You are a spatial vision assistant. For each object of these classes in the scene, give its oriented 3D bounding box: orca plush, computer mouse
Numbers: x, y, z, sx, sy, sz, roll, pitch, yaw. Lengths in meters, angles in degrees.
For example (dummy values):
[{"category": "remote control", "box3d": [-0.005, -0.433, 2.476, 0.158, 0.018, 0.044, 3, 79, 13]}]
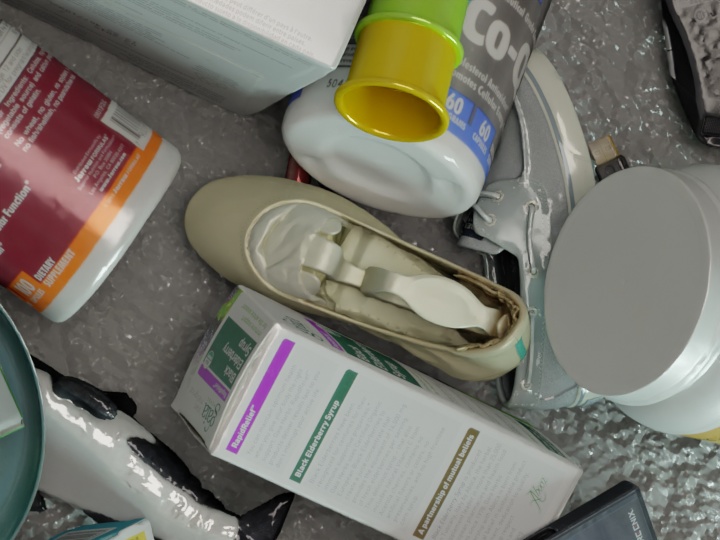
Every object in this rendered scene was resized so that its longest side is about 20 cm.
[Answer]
[{"category": "orca plush", "box3d": [-0.127, 0.085, 1.582, 0.200, 0.105, 0.071, 19, 43, 7]}, {"category": "computer mouse", "box3d": [0.187, -0.104, 1.686, 0.140, 0.046, 0.200, -20, 96, -9]}]

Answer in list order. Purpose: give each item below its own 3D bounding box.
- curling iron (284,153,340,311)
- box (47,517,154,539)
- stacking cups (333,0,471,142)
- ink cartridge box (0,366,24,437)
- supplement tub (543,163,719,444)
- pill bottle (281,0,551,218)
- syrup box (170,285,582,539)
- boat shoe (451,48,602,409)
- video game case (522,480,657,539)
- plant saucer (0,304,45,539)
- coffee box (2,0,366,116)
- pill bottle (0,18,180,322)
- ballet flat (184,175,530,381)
[{"category": "curling iron", "box3d": [-0.032, 0.003, 1.632, 0.049, 0.026, 0.200, 16, 83, -10]}, {"category": "box", "box3d": [-0.129, 0.237, 1.551, 0.049, 0.082, 0.200, -9, 96, 30]}, {"category": "stacking cups", "box3d": [0.036, -0.167, 1.519, 0.060, 0.061, 0.200, 18, 67, -11]}, {"category": "ink cartridge box", "box3d": [-0.293, 0.056, 1.490, 0.200, 0.083, 0.147, -25, 90, 15]}, {"category": "supplement tub", "box3d": [0.212, 0.024, 1.596, 0.200, 0.145, 0.145, 14, 82, -38]}, {"category": "pill bottle", "box3d": [0.041, -0.140, 1.603, 0.114, 0.114, 0.200, 25, 68, -10]}, {"category": "syrup box", "box3d": [0.008, 0.089, 1.582, 0.200, 0.079, 0.082, 27, 94, -23]}, {"category": "boat shoe", "box3d": [0.089, -0.020, 1.640, 0.071, 0.070, 0.201, -10, 92, -19]}, {"category": "video game case", "box3d": [0.086, 0.220, 1.582, 0.200, 0.019, 0.143, -29, 112, -20]}, {"category": "plant saucer", "box3d": [-0.255, 0.078, 1.541, 0.200, 0.027, 0.201, 1, 96, 12]}, {"category": "coffee box", "box3d": [-0.085, -0.219, 1.547, 0.199, 0.200, 0.198, 25, 80, -10]}, {"category": "pill bottle", "box3d": [-0.204, -0.073, 1.553, 0.200, 0.114, 0.114, 36, 79, -8]}, {"category": "ballet flat", "box3d": [0.000, 0.000, 1.587, 0.200, 0.069, 0.070, 22, 81, -1]}]
